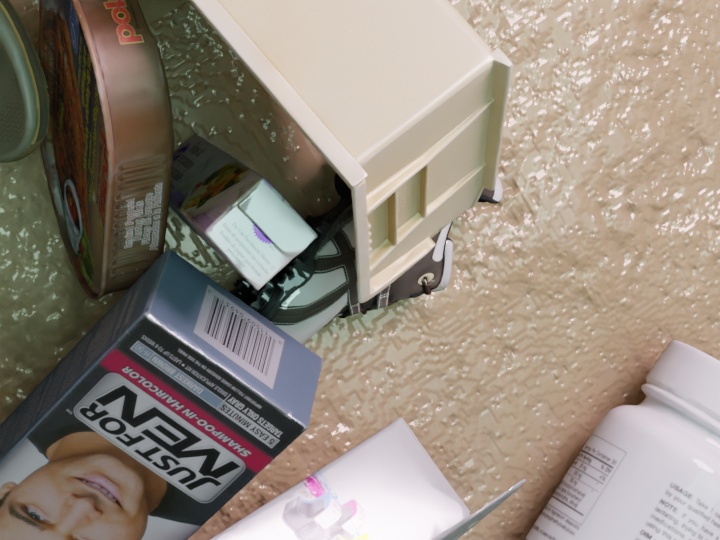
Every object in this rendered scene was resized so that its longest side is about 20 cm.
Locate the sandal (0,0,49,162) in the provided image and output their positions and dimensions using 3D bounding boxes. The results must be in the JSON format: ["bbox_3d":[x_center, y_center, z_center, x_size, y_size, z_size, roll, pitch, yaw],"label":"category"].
[{"bbox_3d":[-0.226,-0.139,1.040,0.054,0.080,0.200,-37,104,-47],"label":"sandal"}]

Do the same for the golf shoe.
[{"bbox_3d":[0.000,0.000,1.128,0.094,0.078,0.200,40,87,-17],"label":"golf shoe"}]

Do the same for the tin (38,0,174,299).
[{"bbox_3d":[-0.126,-0.066,1.030,0.042,0.200,0.112,-10,60,-16],"label":"tin"}]

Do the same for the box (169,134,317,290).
[{"bbox_3d":[-0.067,-0.032,1.039,0.039,0.200,0.041,-42,105,-4],"label":"box"}]

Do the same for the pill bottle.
[{"bbox_3d":[0.162,0.147,1.173,0.113,0.113,0.200,34,88,-17],"label":"pill bottle"}]

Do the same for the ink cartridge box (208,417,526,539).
[{"bbox_3d":[-0.021,0.150,1.099,0.200,0.115,0.068,-30,79,-30],"label":"ink cartridge box"}]

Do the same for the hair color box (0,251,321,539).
[{"bbox_3d":[-0.122,0.092,1.059,0.099,0.061,0.200,37,121,-16],"label":"hair color box"}]

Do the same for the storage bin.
[{"bbox_3d":[-0.030,-0.107,1.004,0.094,0.199,0.200,-38,76,-11],"label":"storage bin"}]
